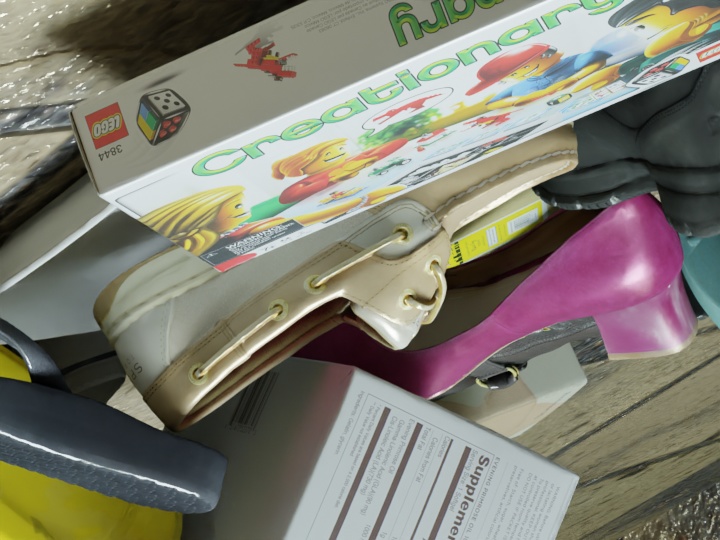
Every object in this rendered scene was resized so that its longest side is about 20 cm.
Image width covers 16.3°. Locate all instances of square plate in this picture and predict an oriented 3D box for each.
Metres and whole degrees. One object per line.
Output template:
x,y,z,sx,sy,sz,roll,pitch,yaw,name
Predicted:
-0.048,-0.032,0.966,0.198,0.029,0.200,-34,165,35,square plate

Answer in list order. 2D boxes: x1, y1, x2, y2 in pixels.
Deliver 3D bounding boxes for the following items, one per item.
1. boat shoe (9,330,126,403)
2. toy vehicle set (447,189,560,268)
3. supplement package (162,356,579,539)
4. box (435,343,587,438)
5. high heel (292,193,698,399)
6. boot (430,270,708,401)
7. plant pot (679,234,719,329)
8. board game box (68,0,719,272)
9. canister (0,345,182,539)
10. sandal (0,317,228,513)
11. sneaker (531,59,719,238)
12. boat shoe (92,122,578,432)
-0.152,0.086,1.146,0.073,0.067,0.200,-15,164,-40,boat shoe
0.043,-0.017,1.208,0.124,0.027,0.200,-26,168,-1,toy vehicle set
-0.022,0.126,1.064,0.111,0.156,0.200,27,172,-20,supplement package
0.016,0.071,1.397,0.199,0.078,0.095,-18,165,-31,box
0.046,0.005,1.111,0.199,0.068,0.096,-3,137,24,high heel
0.074,0.022,1.226,0.173,0.070,0.200,-20,162,13,boot
0.237,-0.032,1.177,0.200,0.201,0.161,-34,157,34,plant pot
0.020,-0.063,0.809,0.199,0.035,0.126,-23,164,10,board game box
-0.177,0.121,1.069,0.200,0.148,0.087,-43,-169,49,canister
-0.137,0.041,0.919,0.200,0.043,0.076,24,161,-35,sandal
0.113,-0.072,0.997,0.076,0.091,0.200,-28,-165,-19,sneaker
0.000,0.000,0.964,0.199,0.069,0.074,-26,168,1,boat shoe
